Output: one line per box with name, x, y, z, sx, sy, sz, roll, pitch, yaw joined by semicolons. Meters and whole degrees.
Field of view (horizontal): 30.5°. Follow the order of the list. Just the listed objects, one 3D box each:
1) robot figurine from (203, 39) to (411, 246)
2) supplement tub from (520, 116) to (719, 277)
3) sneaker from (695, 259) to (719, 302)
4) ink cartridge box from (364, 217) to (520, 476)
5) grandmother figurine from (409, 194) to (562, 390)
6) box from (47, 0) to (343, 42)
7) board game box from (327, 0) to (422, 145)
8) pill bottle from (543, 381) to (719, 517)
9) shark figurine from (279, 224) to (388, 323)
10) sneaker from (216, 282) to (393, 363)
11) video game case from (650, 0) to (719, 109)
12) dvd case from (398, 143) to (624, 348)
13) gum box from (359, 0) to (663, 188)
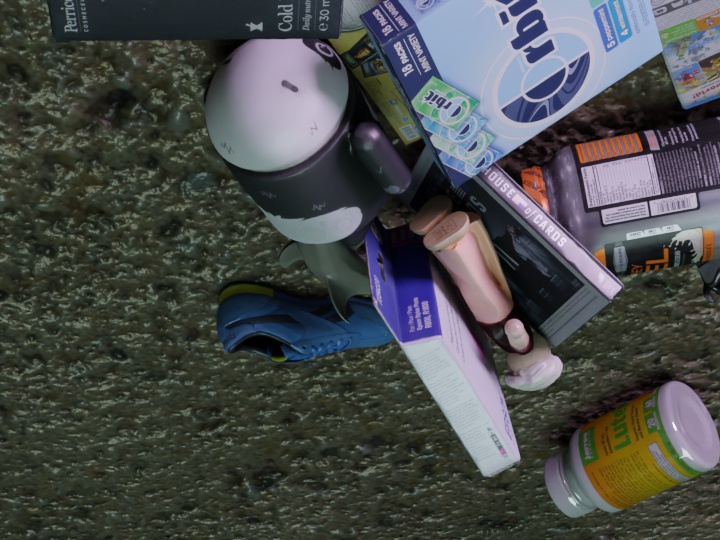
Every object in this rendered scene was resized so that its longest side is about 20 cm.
robot figurine;-0.043;-0.103;1.060;0.149;0.126;0.200;-19;144;13
supplement tub;0.246;-0.060;1.167;0.197;0.124;0.123;-10;145;8
sneaker;0.396;-0.034;1.212;0.077;0.141;0.199;26;135;-38
ink cartridge box;0.068;0.045;1.148;0.043;0.197;0.201;-25;118;11
grandmother figurine;0.118;0.032;1.146;0.060;0.122;0.201;-32;121;7
box;-0.105;-0.256;0.832;0.194;0.125;0.201;-1;145;-5
board game box;0.051;-0.189;1.028;0.134;0.035;0.200;-20;143;18
pill bottle;0.322;0.224;1.595;0.110;0.112;0.199;26;134;-38
shark figurine;0.007;0.012;1.266;0.213;0.090;0.128;21;139;-31
sneaker;-0.052;0.068;1.343;0.197;0.079;0.066;8;141;-23
video game case;0.301;-0.215;1.048;0.141;0.018;0.200;-19;143;16
dvd case;0.123;-0.028;1.132;0.025;0.200;0.150;-44;174;-19
gum box;0.118;-0.177;0.988;0.199;0.045;0.170;-34;140;1
